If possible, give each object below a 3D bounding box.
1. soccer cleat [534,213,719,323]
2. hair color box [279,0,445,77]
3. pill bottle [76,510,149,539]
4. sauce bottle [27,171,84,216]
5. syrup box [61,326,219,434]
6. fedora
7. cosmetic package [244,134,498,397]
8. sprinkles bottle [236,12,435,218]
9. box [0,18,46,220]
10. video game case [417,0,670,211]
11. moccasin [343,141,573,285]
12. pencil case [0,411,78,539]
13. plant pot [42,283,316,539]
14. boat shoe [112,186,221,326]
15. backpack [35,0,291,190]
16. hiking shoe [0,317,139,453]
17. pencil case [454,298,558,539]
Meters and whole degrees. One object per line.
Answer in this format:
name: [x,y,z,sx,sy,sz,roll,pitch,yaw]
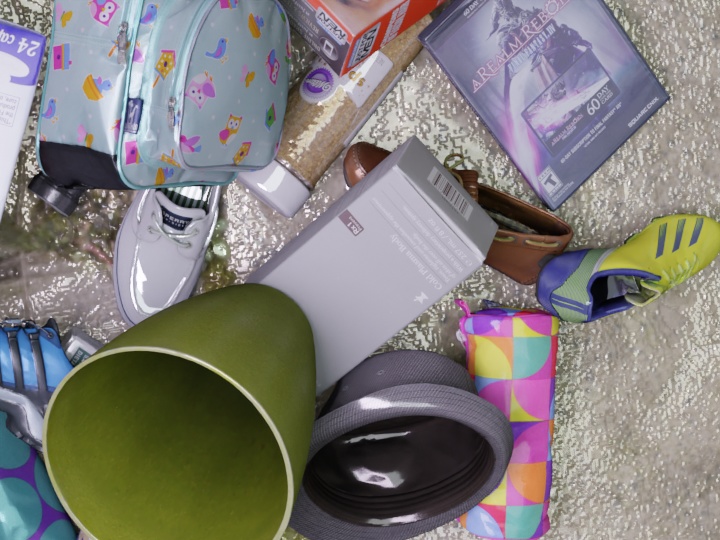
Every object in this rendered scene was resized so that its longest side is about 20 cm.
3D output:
soccer cleat: [0.235,0.004,1.459,0.199,0.084,0.065,-16,120,-31]
hair color box: [0.022,-0.253,1.384,0.200,0.064,0.111,-40,78,-26]
pill bottle: [-0.182,0.264,1.362,0.115,0.116,0.200,21,123,-11]
sauce bottle: [-0.190,-0.135,1.399,0.065,0.065,0.200,35,85,-11]
syrup box: [-0.168,0.134,1.412,0.200,0.081,0.079,35,88,-10]
fedora: [0.023,0.131,1.409,0.200,0.091,0.177,-35,129,27]
cosmetic package: [0.000,0.000,1.390,0.107,0.090,0.200,45,113,-7]
sprinkles bottle: [-0.022,-0.139,1.431,0.068,0.068,0.200,39,85,-11]
box: [-0.311,-0.089,1.318,0.104,0.184,0.201,15,90,-13]
video game case: [0.155,-0.167,1.458,0.143,0.019,0.200,-44,119,-6]
moccasin: [0.080,-0.055,1.442,0.201,0.074,0.078,28,130,-11]
pencil case: [-0.297,0.152,1.385,0.085,0.092,0.201,-32,99,-41]
plant pot: [-0.107,0.095,1.301,0.186,0.200,0.188,7,116,14]
boat shoe: [-0.151,-0.047,1.411,0.073,0.067,0.201,13,91,-11]
backpack: [-0.141,-0.160,1.284,0.153,0.176,0.201,2,94,29]
hiking shoe: [-0.268,0.063,1.316,0.200,0.074,0.087,39,77,-23]
pencil case: [0.119,0.123,1.464,0.088,0.088,0.201,-1,94,-11]
